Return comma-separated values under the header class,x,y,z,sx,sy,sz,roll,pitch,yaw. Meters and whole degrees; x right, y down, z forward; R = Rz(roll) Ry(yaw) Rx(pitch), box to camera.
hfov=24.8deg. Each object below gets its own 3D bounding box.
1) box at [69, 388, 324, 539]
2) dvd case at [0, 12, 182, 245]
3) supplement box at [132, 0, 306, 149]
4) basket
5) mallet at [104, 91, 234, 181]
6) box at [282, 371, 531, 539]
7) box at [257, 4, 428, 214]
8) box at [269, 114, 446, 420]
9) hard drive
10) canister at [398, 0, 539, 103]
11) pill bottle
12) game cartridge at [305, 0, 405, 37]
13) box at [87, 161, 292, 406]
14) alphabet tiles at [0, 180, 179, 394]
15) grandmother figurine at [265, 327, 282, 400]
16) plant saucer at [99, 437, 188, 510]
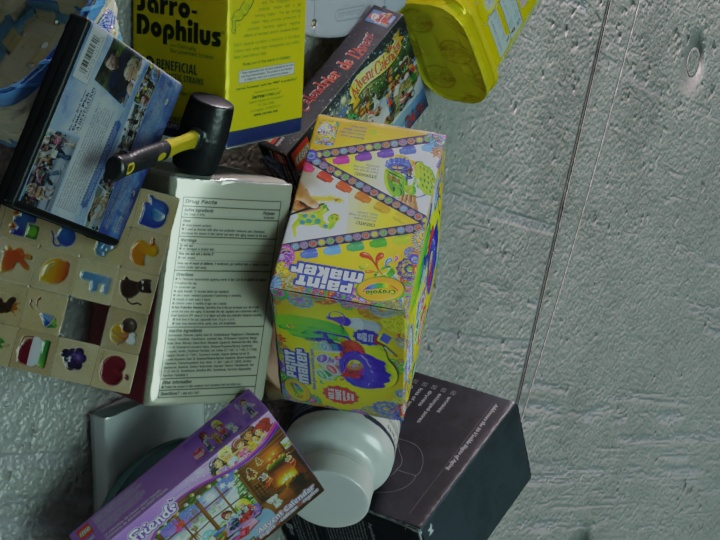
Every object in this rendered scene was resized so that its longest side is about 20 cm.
class,x,y,z,sx,sy,sz,roll,pitch,yaw
box,-0.140,0.213,1.442,0.200,0.039,0.137,-39,137,-9
dvd case,-0.198,-0.099,1.222,0.143,0.018,0.200,-68,166,-2
supplement box,-0.122,-0.217,1.414,0.110,0.109,0.200,-19,117,-52
basket,-0.259,-0.197,1.191,0.176,0.139,0.200,-61,152,-22
mallet,-0.148,-0.104,1.276,0.200,0.041,0.066,-25,135,-75
box,0.043,0.217,1.734,0.200,0.197,0.124,-48,137,-35
box,-0.013,-0.146,1.630,0.200,0.038,0.137,-52,148,-23
box,0.000,0.000,1.498,0.200,0.122,0.193,89,13,-58
hard drive,-0.196,0.207,1.532,0.132,0.027,0.200,-23,121,-50
canister,0.132,-0.304,1.779,0.200,0.087,0.149,-59,143,-27
pill bottle,-0.016,0.156,1.642,0.200,0.111,0.111,-76,156,-48
game cartridge,-0.022,-0.296,1.600,0.200,0.040,0.133,-21,115,-51
box,-0.152,0.009,1.429,0.128,0.109,0.200,2,100,-40
alphabet tiles,-0.241,-0.016,1.311,0.167,0.008,0.200,15,89,-17
grandmother figurine,-0.109,0.045,1.580,0.200,0.061,0.121,61,25,-43
plant saucer,-0.186,0.248,1.514,0.200,0.027,0.200,-24,120,-49
